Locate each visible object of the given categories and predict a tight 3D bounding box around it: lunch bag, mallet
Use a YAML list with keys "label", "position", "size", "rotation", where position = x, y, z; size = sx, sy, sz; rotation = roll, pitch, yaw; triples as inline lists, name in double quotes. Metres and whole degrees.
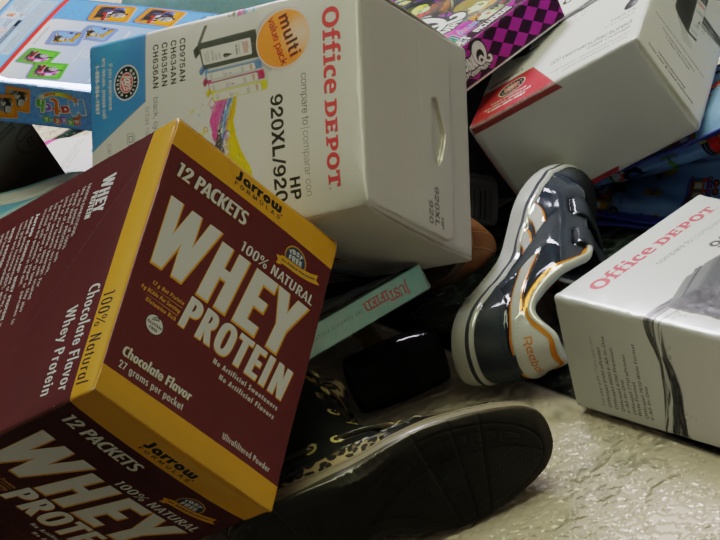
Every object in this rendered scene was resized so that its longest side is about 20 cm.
- label: "lunch bag"
  position: [0.235, -0.091, 1.736]
  size: [0.200, 0.094, 0.151]
  rotation: [-7, 27, 38]
- label: "mallet"
  position: [-0.007, 0.045, 1.639]
  size: [0.066, 0.041, 0.200]
  rotation: [-24, 22, -16]

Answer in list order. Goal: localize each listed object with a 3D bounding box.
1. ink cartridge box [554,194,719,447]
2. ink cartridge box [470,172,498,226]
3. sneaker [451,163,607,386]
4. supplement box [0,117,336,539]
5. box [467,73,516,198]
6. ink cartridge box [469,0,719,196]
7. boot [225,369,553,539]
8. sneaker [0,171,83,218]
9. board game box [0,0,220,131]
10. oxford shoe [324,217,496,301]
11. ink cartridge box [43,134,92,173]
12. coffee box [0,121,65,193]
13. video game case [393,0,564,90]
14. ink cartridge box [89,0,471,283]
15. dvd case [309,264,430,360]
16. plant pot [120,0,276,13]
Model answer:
- label: "ink cartridge box"
  position: [0.238, 0.035, 1.460]
  size: [0.145, 0.084, 0.200]
  rotation: [-33, 30, -32]
- label: "ink cartridge box"
  position: [-0.030, -0.049, 1.732]
  size: [0.199, 0.043, 0.196]
  rotation: [-4, -3, 26]
- label: "sneaker"
  position: [0.131, 0.003, 1.597]
  size: [0.079, 0.079, 0.200]
  rotation: [-5, 38, 32]
- label: "supplement box"
  position: [-0.143, 0.055, 1.423]
  size: [0.200, 0.133, 0.198]
  rotation: [-26, 38, 39]
- label: "box"
  position: [0.070, -0.141, 1.889]
  size: [0.148, 0.107, 0.200]
  rotation: [-4, 27, 23]
- label: "ink cartridge box"
  position: [0.174, -0.148, 1.738]
  size: [0.144, 0.084, 0.200]
  rotation: [-28, 20, 29]
- label: "boot"
  position: [0.001, 0.105, 1.467]
  size: [0.199, 0.073, 0.151]
  rotation: [-24, 26, -7]
- label: "sneaker"
  position: [-0.243, -0.005, 1.705]
  size: [0.200, 0.080, 0.131]
  rotation: [-25, 25, -16]
- label: "board game box"
  position: [-0.181, -0.147, 1.761]
  size: [0.199, 0.037, 0.151]
  rotation: [7, 30, 14]
- label: "oxford shoe"
  position: [0.000, 0.000, 1.640]
  size: [0.199, 0.072, 0.071]
  rotation: [-6, -7, 33]
- label: "ink cartridge box"
  position: [-0.264, -0.048, 1.927]
  size: [0.199, 0.068, 0.115]
  rotation: [-6, 27, 18]
- label: "coffee box"
  position: [-0.317, -0.034, 1.793]
  size: [0.200, 0.115, 0.080]
  rotation: [-46, 47, -17]
- label: "video game case"
  position: [0.016, -0.145, 1.744]
  size: [0.200, 0.036, 0.181]
  rotation: [-37, 26, -29]
- label: "ink cartridge box"
  position: [-0.048, -0.076, 1.547]
  size: [0.199, 0.148, 0.145]
  rotation: [-10, -17, 28]
- label: "dvd case"
  position: [-0.068, 0.054, 1.558]
  size: [0.200, 0.022, 0.146]
  rotation: [-20, 6, 44]
- label: "plant pot"
  position: [-0.133, -0.189, 2.069]
  size: [0.199, 0.135, 0.200]
  rotation: [-13, 25, 6]
